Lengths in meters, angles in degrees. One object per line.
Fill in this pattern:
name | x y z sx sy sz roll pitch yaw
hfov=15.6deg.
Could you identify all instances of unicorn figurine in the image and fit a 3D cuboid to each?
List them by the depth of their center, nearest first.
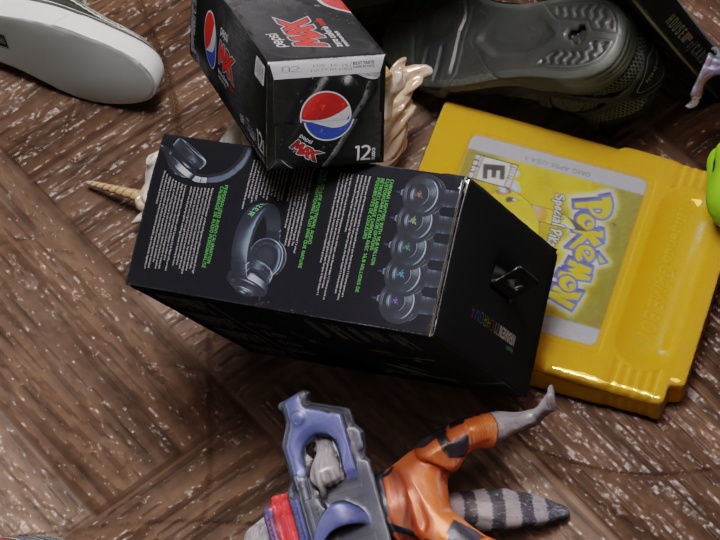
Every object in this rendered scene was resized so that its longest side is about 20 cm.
unicorn figurine | -0.057 -0.075 1.613 0.199 0.138 0.074 2 44 -16

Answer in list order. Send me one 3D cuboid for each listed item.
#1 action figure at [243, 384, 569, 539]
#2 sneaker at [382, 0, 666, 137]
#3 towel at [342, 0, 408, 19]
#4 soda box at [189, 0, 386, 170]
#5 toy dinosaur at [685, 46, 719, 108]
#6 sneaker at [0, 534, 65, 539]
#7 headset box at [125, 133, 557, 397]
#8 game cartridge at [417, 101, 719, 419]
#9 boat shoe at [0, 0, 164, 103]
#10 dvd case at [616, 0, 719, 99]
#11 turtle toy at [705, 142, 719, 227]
action figure | 0.025 0.164 1.476 0.193 0.105 0.201 -8 80 3
sneaker | 0.111 -0.130 1.674 0.199 0.114 0.077 4 72 39
towel | 0.004 -0.193 1.643 0.146 0.200 0.022 -11 80 -8
soda box | -0.042 -0.121 1.468 0.070 0.064 0.200 -5 25 -14
toy dinosaur | 0.295 -0.096 1.602 0.181 0.200 0.105 25 86 8
sneaker | -0.212 0.176 1.463 0.199 0.081 0.075 17 42 3
headset box | 0.000 0.000 1.484 0.199 0.174 0.093 9 80 24
game cartridge | 0.120 -0.009 1.611 0.199 0.032 0.177 14 57 11
boat shoe | -0.210 -0.168 1.699 0.199 0.071 0.064 20 59 16
dvd case | 0.155 -0.187 1.640 0.025 0.200 0.150 -48 64 5
turtle toy | 0.277 -0.009 1.556 0.101 0.146 0.200 -29 59 7
